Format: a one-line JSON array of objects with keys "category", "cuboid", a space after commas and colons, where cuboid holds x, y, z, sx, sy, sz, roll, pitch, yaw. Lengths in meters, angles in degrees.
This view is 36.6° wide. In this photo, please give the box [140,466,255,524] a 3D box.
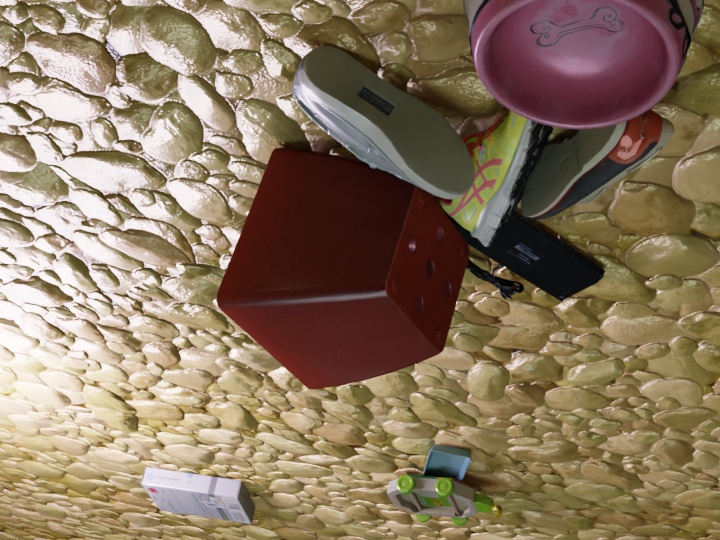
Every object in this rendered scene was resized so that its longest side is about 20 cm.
[{"category": "box", "cuboid": [-0.324, 0.455, 2.194, 0.200, 0.041, 0.156, 5, 148, 10]}]

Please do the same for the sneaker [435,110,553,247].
[{"category": "sneaker", "cuboid": [0.124, -0.108, 1.074, 0.090, 0.078, 0.200, 32, 139, 10]}]

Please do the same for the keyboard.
[{"category": "keyboard", "cuboid": [0.175, -0.017, 1.258, 0.200, 0.021, 0.127, 30, 139, -27]}]

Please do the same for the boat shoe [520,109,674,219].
[{"category": "boat shoe", "cuboid": [0.221, -0.100, 1.056, 0.062, 0.071, 0.200, 9, 155, -19]}]

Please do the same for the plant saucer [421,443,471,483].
[{"category": "plant saucer", "cuboid": [0.144, 0.344, 1.869, 0.070, 0.019, 0.200, 11, 149, 3]}]

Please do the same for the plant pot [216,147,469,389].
[{"category": "plant pot", "cuboid": [0.000, 0.000, 1.149, 0.176, 0.200, 0.200, 0, 148, 32]}]

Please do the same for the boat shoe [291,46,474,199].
[{"category": "boat shoe", "cuboid": [0.020, -0.135, 1.051, 0.201, 0.070, 0.072, 37, 155, -6]}]

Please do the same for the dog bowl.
[{"category": "dog bowl", "cuboid": [0.180, -0.197, 0.904, 0.200, 0.074, 0.200, 9, 150, 5]}]

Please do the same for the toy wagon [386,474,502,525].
[{"category": "toy wagon", "cuboid": [0.151, 0.402, 1.909, 0.200, 0.040, 0.155, 0, 148, 18]}]
